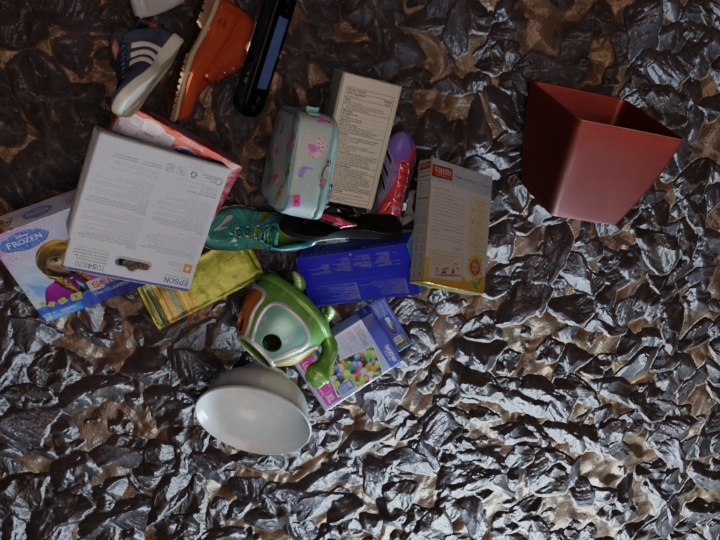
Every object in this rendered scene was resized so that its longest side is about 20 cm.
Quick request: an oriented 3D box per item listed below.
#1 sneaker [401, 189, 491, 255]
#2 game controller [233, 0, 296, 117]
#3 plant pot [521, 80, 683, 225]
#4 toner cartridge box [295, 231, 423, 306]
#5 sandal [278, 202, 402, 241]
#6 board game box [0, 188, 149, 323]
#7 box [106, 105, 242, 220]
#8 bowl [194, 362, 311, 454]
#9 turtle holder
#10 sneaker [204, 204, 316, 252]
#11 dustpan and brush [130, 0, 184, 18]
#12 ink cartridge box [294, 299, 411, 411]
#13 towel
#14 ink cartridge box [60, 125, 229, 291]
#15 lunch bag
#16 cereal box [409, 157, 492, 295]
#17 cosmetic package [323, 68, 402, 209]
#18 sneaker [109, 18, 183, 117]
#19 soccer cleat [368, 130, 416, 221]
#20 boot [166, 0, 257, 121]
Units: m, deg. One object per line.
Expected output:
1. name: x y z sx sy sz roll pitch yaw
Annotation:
1. sneaker: 0.151 -0.092 1.395 0.197 0.079 0.131 4 94 -28
2. game controller: -0.140 -0.329 1.228 0.042 0.104 0.202 23 102 12
3. plant pot: 0.380 -0.191 1.379 0.198 0.200 0.178 7 118 -18
4. toner cartridge box: 0.000 0.000 1.348 0.198 0.043 0.096 -7 117 22
5. sandal: -0.030 -0.083 1.293 0.198 0.075 0.045 0 128 -8
6. board game box: -0.424 -0.028 1.230 0.198 0.041 0.200 -22 140 -8
7. box: -0.291 -0.170 1.238 0.199 0.096 0.100 27 100 -21
8. bowl: -0.172 0.220 1.379 0.199 0.091 0.202 7 138 6
9. turtle holder: -0.123 0.099 1.344 0.132 0.140 0.186 -49 131 -22
10. sneaker: -0.161 -0.065 1.311 0.198 0.080 0.078 -1 100 -19
11. dustpan and brush: -0.247 -0.460 1.188 0.198 0.057 0.141 -13 121 -5
12. ink cartridge box: -0.011 0.148 1.451 0.199 0.042 0.120 -34 113 -5
13. towel: -0.263 0.019 1.349 0.199 0.018 0.087 -27 113 -6
14. ink cartridge box: -0.309 -0.083 1.166 0.198 0.041 0.202 13 104 -34
15. lunch bag: -0.091 -0.171 1.238 0.076 0.200 0.162 11 102 -20
16. cereal box: 0.149 -0.069 1.323 0.143 0.039 0.202 12 79 -38
17. cosmetic package: -0.013 -0.211 1.308 0.102 0.087 0.202 11 105 -17
18. sneaker: -0.325 -0.291 1.153 0.084 0.201 0.075 31 128 -13
19. soccer cleat: 0.055 -0.130 1.358 0.066 0.076 0.202 12 105 -20
20. boot: -0.221 -0.305 1.223 0.107 0.075 0.201 22 93 -27
